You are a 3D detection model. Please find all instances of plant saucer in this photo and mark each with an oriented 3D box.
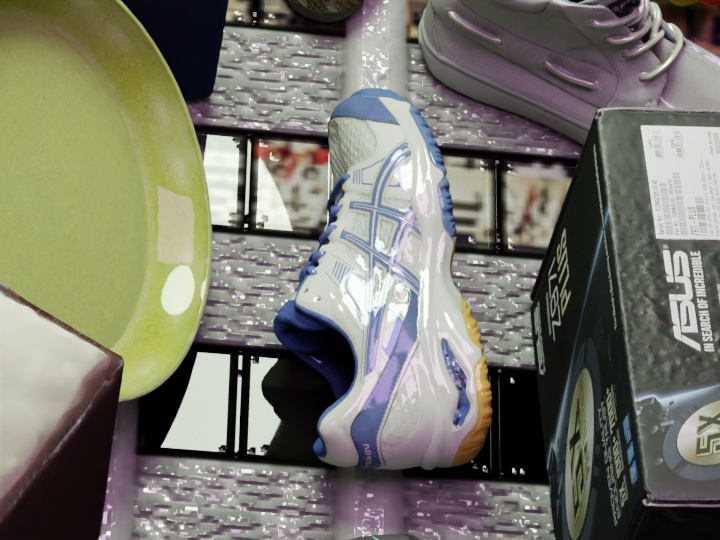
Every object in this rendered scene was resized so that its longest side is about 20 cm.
[{"bbox_3d":[-0.135,-0.038,1.282,0.031,0.200,0.200,-12,51,29],"label":"plant saucer"}]

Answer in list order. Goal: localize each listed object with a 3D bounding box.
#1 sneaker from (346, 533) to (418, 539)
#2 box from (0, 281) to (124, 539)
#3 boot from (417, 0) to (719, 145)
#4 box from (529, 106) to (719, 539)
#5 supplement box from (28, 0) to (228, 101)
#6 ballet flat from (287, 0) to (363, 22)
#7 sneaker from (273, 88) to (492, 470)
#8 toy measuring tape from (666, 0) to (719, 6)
[{"bbox_3d":[0.031,0.195,1.226,0.079,0.075,0.200,-20,64,-23],"label":"sneaker"},{"bbox_3d":[-0.222,0.106,1.188,0.166,0.164,0.200,30,58,11],"label":"box"},{"bbox_3d":[0.128,-0.110,1.421,0.199,0.096,0.074,18,57,2],"label":"boot"},{"bbox_3d":[0.139,0.054,1.280,0.086,0.164,0.200,1,59,-8],"label":"box"},{"bbox_3d":[-0.148,-0.184,1.416,0.109,0.109,0.200,-13,60,-17],"label":"supplement box"},{"bbox_3d":[0.011,-0.214,1.498,0.067,0.046,0.200,23,57,5],"label":"ballet flat"},{"bbox_3d":[0.000,0.000,1.344,0.088,0.075,0.200,-6,58,-12],"label":"sneaker"},{"bbox_3d":[0.205,-0.189,1.498,0.200,0.074,0.074,-29,66,-22],"label":"toy measuring tape"}]
